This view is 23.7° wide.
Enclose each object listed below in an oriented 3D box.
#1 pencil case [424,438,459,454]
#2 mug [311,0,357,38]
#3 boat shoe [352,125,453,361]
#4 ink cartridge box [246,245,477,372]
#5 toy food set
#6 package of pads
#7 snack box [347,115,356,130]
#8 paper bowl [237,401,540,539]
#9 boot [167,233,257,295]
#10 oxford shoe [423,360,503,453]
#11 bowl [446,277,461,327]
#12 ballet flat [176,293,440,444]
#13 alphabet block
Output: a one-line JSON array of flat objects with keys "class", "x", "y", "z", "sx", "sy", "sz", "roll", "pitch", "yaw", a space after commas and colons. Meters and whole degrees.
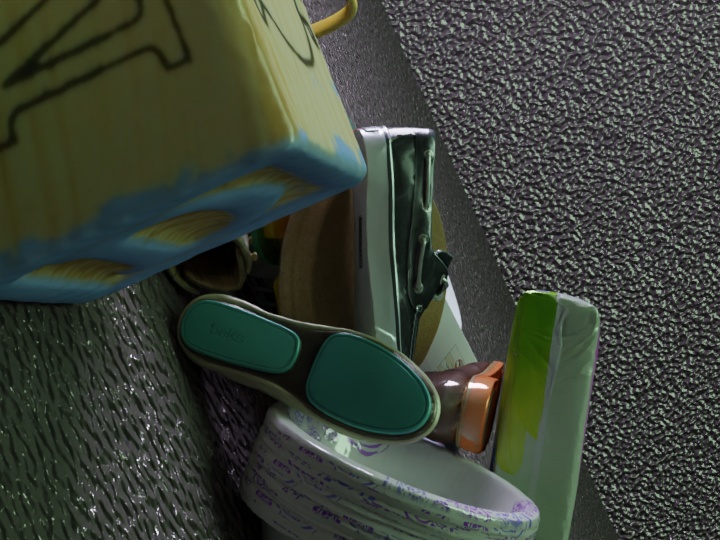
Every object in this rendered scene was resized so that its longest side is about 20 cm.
[{"class": "pencil case", "x": 0.046, "y": 0.208, "z": 1.307, "sx": 0.090, "sy": 0.083, "sz": 0.201, "roll": 23, "pitch": 32, "yaw": -22}, {"class": "mug", "x": -0.078, "y": -0.345, "z": 1.820, "sx": 0.187, "sy": 0.152, "sz": 0.150, "roll": 39, "pitch": 29, "yaw": -70}, {"class": "boat shoe", "x": 0.032, "y": 0.000, "z": 1.196, "sx": 0.072, "sy": 0.067, "sz": 0.202, "roll": 176, "pitch": -89, "yaw": -79}, {"class": "ink cartridge box", "x": -0.013, "y": 0.042, "z": 1.431, "sx": 0.084, "sy": 0.175, "sz": 0.201, "roll": -49, "pitch": 125, "yaw": -31}, {"class": "toy food set", "x": 0.000, "y": 0.000, "z": 1.265, "sx": 0.200, "sy": 0.048, "sz": 0.199, "roll": -27, "pitch": 114, "yaw": -48}, {"class": "package of pads", "x": 0.137, "y": 0.119, "z": 1.303, "sx": 0.155, "sy": 0.068, "sz": 0.201, "roll": 25, "pitch": 74, "yaw": -84}, {"class": "snack box", "x": -0.081, "y": -0.122, "z": 1.373, "sx": 0.053, "sy": 0.141, "sz": 0.200, "roll": -66, "pitch": 150, "yaw": -19}, {"class": "paper bowl", "x": 0.013, "y": 0.172, "z": 1.162, "sx": 0.200, "sy": 0.105, "sz": 0.201, "roll": 22, "pitch": 7, "yaw": -3}, {"class": "boot", "x": -0.102, "y": -0.040, "z": 1.270, "sx": 0.200, "sy": 0.072, "sz": 0.155, "roll": 49, "pitch": 20, "yaw": -46}, {"class": "oxford shoe", "x": 0.068, "y": 0.098, "z": 1.317, "sx": 0.200, "sy": 0.072, "sz": 0.072, "roll": 38, "pitch": 64, "yaw": -82}, {"class": "bowl", "x": 0.031, "y": -0.009, "z": 1.844, "sx": 0.201, "sy": 0.090, "sz": 0.202, "roll": -23, "pitch": 90, "yaw": -80}, {"class": "ballet flat", "x": -0.031, "y": 0.069, "z": 1.158, "sx": 0.199, "sy": 0.070, "sz": 0.069, "roll": 24, "pitch": -6, "yaw": 21}, {"class": "alphabet block", "x": -0.132, "y": -0.110, "z": 0.914, "sx": 0.195, "sy": 0.195, "sz": 0.201, "roll": 13, "pitch": 55, "yaw": -80}]
